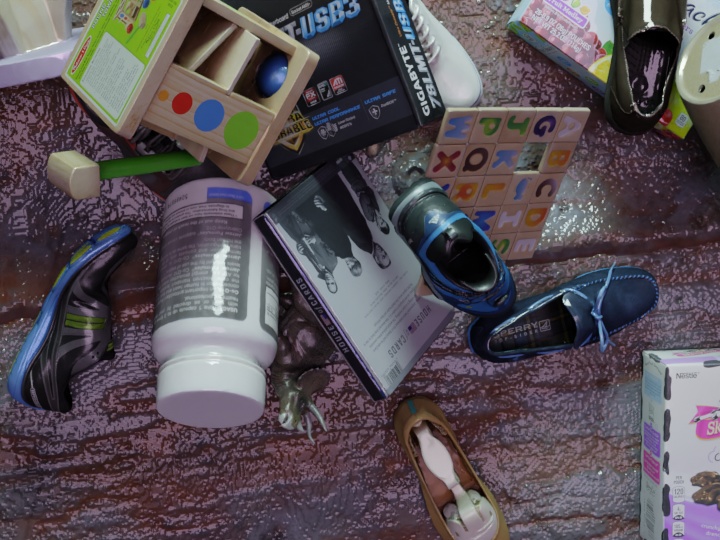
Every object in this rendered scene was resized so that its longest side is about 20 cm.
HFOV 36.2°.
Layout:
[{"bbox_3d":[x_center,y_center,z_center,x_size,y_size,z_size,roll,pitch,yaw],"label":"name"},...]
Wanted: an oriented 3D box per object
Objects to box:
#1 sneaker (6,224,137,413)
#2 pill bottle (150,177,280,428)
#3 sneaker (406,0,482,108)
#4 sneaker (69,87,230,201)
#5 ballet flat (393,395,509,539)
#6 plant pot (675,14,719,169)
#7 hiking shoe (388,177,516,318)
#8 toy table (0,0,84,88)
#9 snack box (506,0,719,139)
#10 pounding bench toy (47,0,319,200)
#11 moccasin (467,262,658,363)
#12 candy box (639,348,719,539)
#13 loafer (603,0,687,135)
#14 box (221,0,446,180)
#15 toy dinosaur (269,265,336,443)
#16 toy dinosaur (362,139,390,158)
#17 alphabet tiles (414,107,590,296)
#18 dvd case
[{"bbox_3d":[-0.262,0.045,1.047,0.082,0.071,0.201,27,98,-13],"label":"sneaker"},{"bbox_3d":[-0.129,0.030,0.988,0.112,0.114,0.203,3,63,-6],"label":"pill bottle"},{"bbox_3d":[0.041,-0.224,1.038,0.200,0.071,0.073,44,91,-8],"label":"sneaker"},{"bbox_3d":[-0.196,-0.120,1.022,0.199,0.082,0.077,41,91,-10],"label":"sneaker"},{"bbox_3d":[0.091,0.221,1.098,0.068,0.063,0.201,-31,99,-1],"label":"ballet flat"},{"bbox_3d":[0.382,-0.145,0.990,0.199,0.187,0.189,28,94,-29],"label":"plant pot"},{"bbox_3d":[0.095,0.003,0.998,0.074,0.087,0.200,-43,138,5],"label":"hiking shoe"},{"bbox_3d":[-0.299,-0.234,0.964,0.197,0.184,0.119,-13,112,1],"label":"toy table"},{"bbox_3d":[0.269,-0.252,1.058,0.199,0.068,0.170,34,93,-9],"label":"snack box"},{"bbox_3d":[-0.154,-0.134,0.921,0.155,0.124,0.202,21,103,-45],"label":"pounding bench toy"},{"bbox_3d":[0.207,0.055,1.087,0.198,0.068,0.081,-22,98,-3],"label":"moccasin"},{"bbox_3d":[0.374,0.182,1.115,0.165,0.072,0.203,-2,97,-5],"label":"candy box"},{"bbox_3d":[0.266,-0.224,0.991,0.072,0.071,0.203,0,97,-4],"label":"loafer"},{"bbox_3d":[-0.040,-0.201,0.983,0.050,0.198,0.201,-31,103,-45],"label":"box"},{"bbox_3d":[-0.053,0.052,1.069,0.101,0.077,0.202,25,82,-14],"label":"toy dinosaur"},{"bbox_3d":[-0.009,-0.209,1.014,0.047,0.087,0.203,-29,120,-37],"label":"toy dinosaur"},{"bbox_3d":[0.119,-0.062,1.030,0.165,0.008,0.202,-6,128,-32],"label":"alphabet tiles"},{"bbox_3d":[0.000,0.000,1.033,0.025,0.150,0.201,-25,103,41],"label":"dvd case"}]
